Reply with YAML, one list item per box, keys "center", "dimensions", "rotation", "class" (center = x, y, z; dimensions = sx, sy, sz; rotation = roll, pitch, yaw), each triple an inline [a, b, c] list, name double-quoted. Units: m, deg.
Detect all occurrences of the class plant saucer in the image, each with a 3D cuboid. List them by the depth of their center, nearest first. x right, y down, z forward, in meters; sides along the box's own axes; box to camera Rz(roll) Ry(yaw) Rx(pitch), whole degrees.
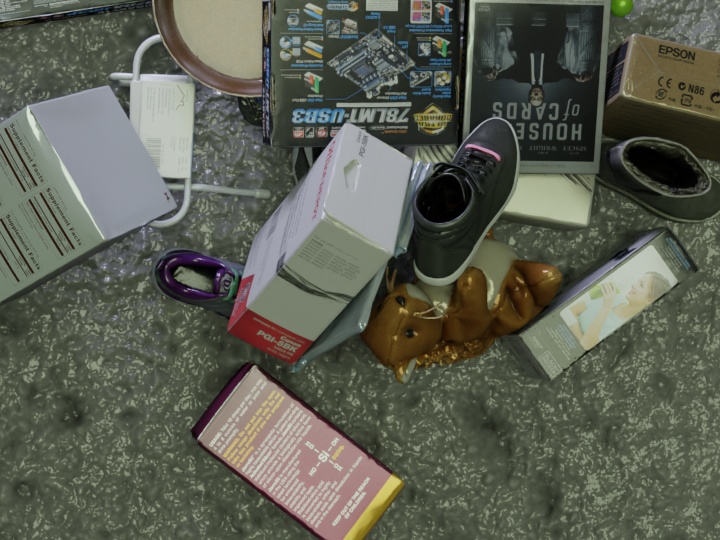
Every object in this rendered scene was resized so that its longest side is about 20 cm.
- center: [-0.111, -0.275, 1.628]
  dimensions: [0.200, 0.032, 0.201]
  rotation: [0, 89, -3]
  class: "plant saucer"

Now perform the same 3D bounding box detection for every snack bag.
- center: [0.000, 0.000, 1.610]
  dimensions: [0.021, 0.189, 0.200]
  rotation: [28, 64, -15]
  class: "snack bag"

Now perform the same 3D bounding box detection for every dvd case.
- center: [0.178, -0.199, 1.641]
  dimensions: [0.150, 0.025, 0.201]
  rotation: [0, 103, -6]
  class: "dvd case"

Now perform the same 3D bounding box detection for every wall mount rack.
- center: [-0.178, -0.143, 1.679]
  dimensions: [0.173, 0.075, 0.201]
  rotation: [2, 89, -3]
  class: "wall mount rack"

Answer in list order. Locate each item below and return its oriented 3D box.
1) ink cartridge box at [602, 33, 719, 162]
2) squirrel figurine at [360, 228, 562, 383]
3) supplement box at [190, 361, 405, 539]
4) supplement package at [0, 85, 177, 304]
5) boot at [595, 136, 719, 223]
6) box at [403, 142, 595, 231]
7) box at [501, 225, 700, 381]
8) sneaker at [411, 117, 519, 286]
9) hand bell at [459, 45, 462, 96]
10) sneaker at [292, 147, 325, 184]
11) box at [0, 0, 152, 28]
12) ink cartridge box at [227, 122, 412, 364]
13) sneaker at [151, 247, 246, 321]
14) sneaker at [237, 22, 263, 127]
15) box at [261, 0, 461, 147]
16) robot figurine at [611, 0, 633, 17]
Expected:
- center: [0.351, -0.178, 1.692]
  dimensions: [0.199, 0.165, 0.075]
  rotation: [12, 83, -7]
  class: "ink cartridge box"
- center: [0.077, 0.051, 1.642]
  dimensions: [0.187, 0.200, 0.142]
  rotation: [-34, 70, -30]
  class: "squirrel figurine"
- center: [-0.068, 0.194, 1.658]
  dimensions: [0.200, 0.131, 0.103]
  rotation: [38, 84, -6]
  class: "supplement box"
- center: [-0.325, -0.064, 1.566]
  dimensions: [0.200, 0.191, 0.147]
  rotation: [-28, 94, 18]
  class: "supplement package"
- center: [0.330, -0.097, 1.671]
  dimensions: [0.181, 0.200, 0.073]
  rotation: [14, 86, -9]
  class: "boot"
- center: [0.144, -0.092, 1.710]
  dimensions: [0.199, 0.082, 0.069]
  rotation: [9, 87, -8]
  class: "box"
- center: [0.254, 0.035, 1.706]
  dimensions: [0.200, 0.117, 0.060]
  rotation: [-35, 91, -4]
  class: "box"
- center: [0.107, -0.089, 1.556]
  dimensions: [0.071, 0.099, 0.200]
  rotation: [20, 62, 15]
  class: "sneaker"
- center: [0.125, -0.184, 1.717]
  dimensions: [0.200, 0.104, 0.104]
  rotation: [41, 85, -17]
  class: "hand bell"
- center: [-0.035, -0.152, 1.683]
  dimensions: [0.066, 0.090, 0.201]
  rotation: [3, 89, -6]
  class: "sneaker"
- center: [-0.312, -0.346, 1.673]
  dimensions: [0.199, 0.046, 0.159]
  rotation: [-10, 91, -7]
  class: "box"
- center: [-0.040, -0.025, 1.581]
  dimensions: [0.083, 0.200, 0.147]
  rotation: [29, 43, -15]
  class: "ink cartridge box"
- center: [-0.122, 0.027, 1.673]
  dimensions: [0.199, 0.088, 0.075]
  rotation: [13, 88, -6]
  class: "sneaker"
- center: [-0.081, -0.246, 1.684]
  dimensions: [0.076, 0.077, 0.200]
  rotation: [16, 86, -5]
  class: "sneaker"
- center: [0.001, -0.224, 1.600]
  dimensions: [0.199, 0.050, 0.199]
  rotation: [-2, 102, -14]
  class: "box"
- center: [0.201, -0.308, 1.700]
  dimensions: [0.175, 0.116, 0.201]
  rotation: [12, 89, -22]
  class: "robot figurine"
